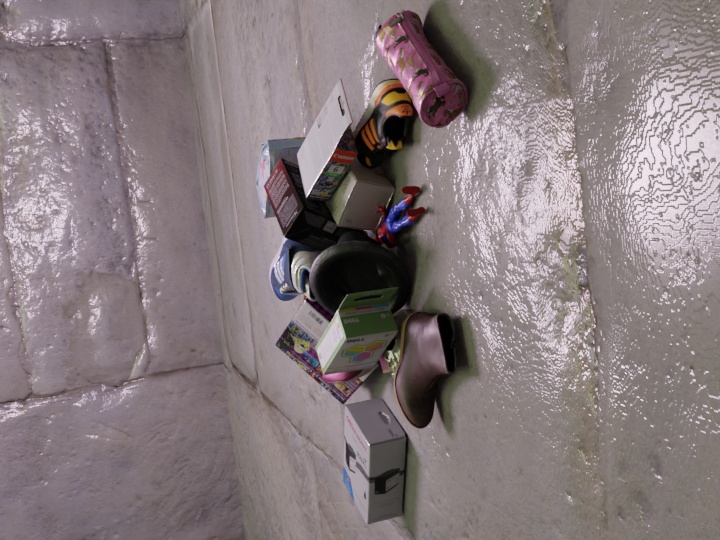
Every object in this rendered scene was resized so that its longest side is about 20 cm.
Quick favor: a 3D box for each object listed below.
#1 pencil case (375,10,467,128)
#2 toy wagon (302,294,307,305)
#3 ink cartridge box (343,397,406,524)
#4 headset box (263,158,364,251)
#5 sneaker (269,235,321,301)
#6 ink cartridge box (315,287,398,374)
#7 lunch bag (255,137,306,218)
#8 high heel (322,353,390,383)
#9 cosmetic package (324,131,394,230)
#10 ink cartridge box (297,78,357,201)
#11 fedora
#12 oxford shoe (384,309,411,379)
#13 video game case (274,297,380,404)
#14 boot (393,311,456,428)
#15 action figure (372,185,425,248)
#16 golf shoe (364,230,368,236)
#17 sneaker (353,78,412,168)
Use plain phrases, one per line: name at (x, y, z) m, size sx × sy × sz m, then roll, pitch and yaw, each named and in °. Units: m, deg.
pencil case at (0.090, -0.301, 1.190) m, size 0.083 × 0.086 × 0.201 m, roll -45°, pitch 49°, yaw 27°
toy wagon at (-0.089, 0.027, 1.745) m, size 0.201 × 0.039 × 0.156 m, roll -77°, pitch -3°, yaw -46°
ink cartridge box at (0.026, 0.388, 1.639) m, size 0.145 × 0.083 × 0.202 m, roll -131°, pitch 38°, yaw -57°
headset box at (-0.095, -0.126, 1.559) m, size 0.075 × 0.148 × 0.201 m, roll -53°, pitch 38°, yaw 23°
sneaker at (-0.124, 0.025, 1.577) m, size 0.147 × 0.080 × 0.201 m, roll -111°, pitch 30°, yaw -43°
ink cartridge box at (-0.001, 0.110, 1.413) m, size 0.201 × 0.103 × 0.060 m, roll 120°, pitch 137°, yaw -52°
lunch bag at (-0.128, -0.214, 1.697) m, size 0.201 × 0.168 × 0.128 m, roll 110°, pitch 149°, yaw -59°
high heel at (-0.004, 0.161, 1.567) m, size 0.198 × 0.067 × 0.097 m, roll -18°, pitch 88°, yaw 31°
cosmetic package at (-0.023, -0.177, 1.514) m, size 0.104 × 0.086 × 0.201 m, roll -63°, pitch 36°, yaw 31°
ink cartridge box at (-0.048, -0.229, 1.427) m, size 0.200 × 0.050 × 0.110 m, roll -52°, pitch 41°, yaw 44°
fedora at (0.000, 0.000, 1.452) m, size 0.092 × 0.198 × 0.202 m, roll -89°, pitch 8°, yaw -46°
oxford shoe at (0.074, 0.172, 1.460) m, size 0.075 × 0.057 × 0.203 m, roll -167°, pitch 69°, yaw -67°
video game case at (-0.067, 0.166, 1.666) m, size 0.200 × 0.036 × 0.182 m, roll 40°, pitch 135°, yaw 3°
boot at (0.111, 0.169, 1.329) m, size 0.166 × 0.071 × 0.203 m, roll 167°, pitch 97°, yaw -72°
action figure at (0.057, -0.085, 1.418) m, size 0.200 × 0.051 × 0.066 m, roll 126°, pitch 129°, yaw -66°
golf shoe at (-0.016, -0.020, 1.632) m, size 0.200 × 0.077 × 0.096 m, roll 142°, pitch 135°, yaw -66°
sneaker at (0.039, -0.228, 1.370) m, size 0.201 × 0.069 × 0.091 m, roll 113°, pitch 147°, yaw -52°
